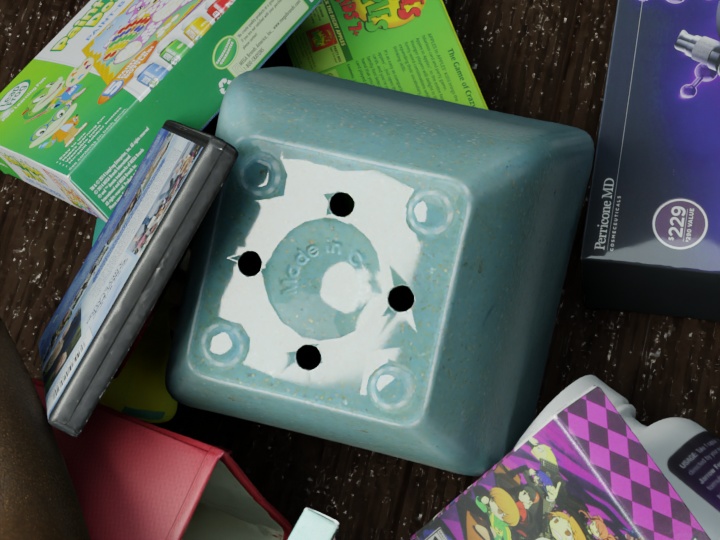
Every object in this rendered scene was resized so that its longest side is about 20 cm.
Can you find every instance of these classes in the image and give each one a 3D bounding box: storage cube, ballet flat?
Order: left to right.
[{"bbox_3d":[-0.163,0.163,0.855,0.180,0.171,0.200,18,72,18],"label":"storage cube"},{"bbox_3d":[-0.126,0.015,0.963,0.067,0.067,0.200,22,37,-19],"label":"ballet flat"}]

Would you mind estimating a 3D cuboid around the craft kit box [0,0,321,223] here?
[{"bbox_3d":[-0.128,-0.128,0.984,0.200,0.049,0.197,-49,27,-12],"label":"craft kit box"}]

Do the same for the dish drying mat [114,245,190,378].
[{"bbox_3d":[-0.101,-0.014,0.894,0.018,0.077,0.200,30,34,-6],"label":"dish drying mat"}]

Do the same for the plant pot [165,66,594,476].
[{"bbox_3d":[0.000,0.000,0.840,0.195,0.200,0.197,13,94,10],"label":"plant pot"}]

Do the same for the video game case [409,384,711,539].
[{"bbox_3d":[0.121,0.174,0.779,0.036,0.181,0.200,-28,77,-31],"label":"video game case"}]

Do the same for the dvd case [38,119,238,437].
[{"bbox_3d":[-0.112,-0.005,0.794,0.018,0.200,0.143,30,90,-14],"label":"dvd case"}]

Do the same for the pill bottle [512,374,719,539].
[{"bbox_3d":[0.169,0.146,0.837,0.200,0.111,0.111,40,79,22],"label":"pill bottle"}]

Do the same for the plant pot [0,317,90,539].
[{"bbox_3d":[-0.206,0.095,0.717,0.187,0.187,0.200,-15,51,3],"label":"plant pot"}]

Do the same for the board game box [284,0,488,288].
[{"bbox_3d":[0.023,-0.096,1.001,0.101,0.048,0.200,-20,66,0],"label":"board game box"}]

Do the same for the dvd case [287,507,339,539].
[{"bbox_3d":[-0.052,0.198,0.805,0.022,0.200,0.146,28,75,6],"label":"dvd case"}]

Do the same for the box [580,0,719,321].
[{"bbox_3d":[0.209,-0.075,0.946,0.141,0.079,0.200,5,68,14],"label":"box"}]
